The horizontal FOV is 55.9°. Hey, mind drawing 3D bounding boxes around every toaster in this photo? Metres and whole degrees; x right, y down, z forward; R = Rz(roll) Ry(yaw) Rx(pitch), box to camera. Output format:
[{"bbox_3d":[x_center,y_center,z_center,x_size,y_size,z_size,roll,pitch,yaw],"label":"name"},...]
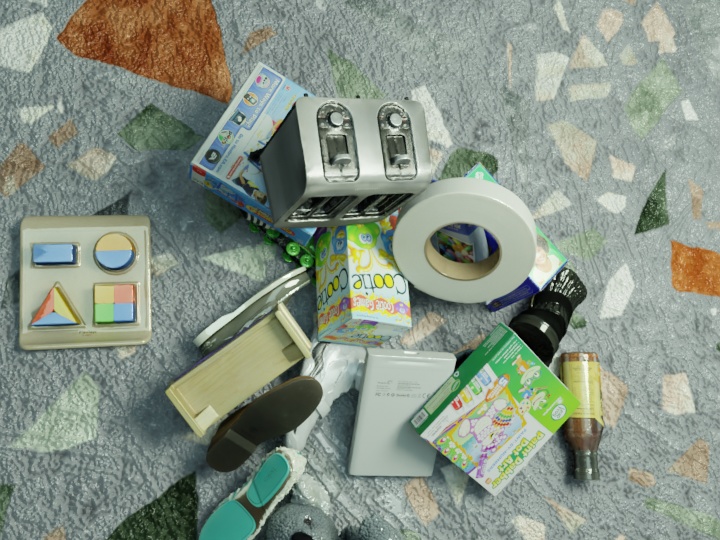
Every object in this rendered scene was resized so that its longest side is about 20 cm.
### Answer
[{"bbox_3d":[-0.029,-0.136,0.890,0.180,0.200,0.120,-4,78,-26],"label":"toaster"}]

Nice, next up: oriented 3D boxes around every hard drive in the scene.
[{"bbox_3d":[0.059,0.213,1.004,0.131,0.027,0.202,4,109,-12],"label":"hard drive"}]

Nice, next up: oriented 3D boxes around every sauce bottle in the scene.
[{"bbox_3d":[0.359,0.233,1.097,0.065,0.066,0.202,2,80,-11],"label":"sauce bottle"}]

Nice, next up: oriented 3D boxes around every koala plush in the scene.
[{"bbox_3d":[-0.052,0.400,0.946,0.199,0.184,0.178,27,74,17],"label":"koala plush"}]

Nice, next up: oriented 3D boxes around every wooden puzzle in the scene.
[{"bbox_3d":[-0.404,0.012,0.995,0.184,0.046,0.202,-2,79,-12],"label":"wooden puzzle"}]

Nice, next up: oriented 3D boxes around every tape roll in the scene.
[{"bbox_3d":[0.143,-0.037,0.942,0.201,0.203,0.037,21,44,-6],"label":"tape roll"}]

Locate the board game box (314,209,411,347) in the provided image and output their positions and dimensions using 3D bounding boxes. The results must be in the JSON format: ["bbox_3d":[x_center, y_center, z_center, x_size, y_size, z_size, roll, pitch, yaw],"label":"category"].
[{"bbox_3d":[0.000,0.000,1.015,0.104,0.103,0.201,10,63,-30],"label":"board game box"}]

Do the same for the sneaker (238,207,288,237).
[{"bbox_3d":[-0.136,-0.158,1.048,0.115,0.076,0.202,18,61,-19],"label":"sneaker"}]

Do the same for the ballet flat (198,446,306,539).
[{"bbox_3d":[-0.145,0.329,0.962,0.072,0.072,0.200,43,102,0],"label":"ballet flat"}]

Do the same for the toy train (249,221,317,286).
[{"bbox_3d":[-0.092,-0.033,1.073,0.200,0.042,0.056,41,63,-1],"label":"toy train"}]

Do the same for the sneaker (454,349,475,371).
[{"bbox_3d":[0.180,0.168,1.043,0.198,0.096,0.080,2,42,-11],"label":"sneaker"}]

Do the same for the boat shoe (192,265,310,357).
[{"bbox_3d":[-0.153,0.068,1.023,0.201,0.072,0.060,-36,89,-10],"label":"boat shoe"}]

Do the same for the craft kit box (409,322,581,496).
[{"bbox_3d":[0.204,0.211,1.010,0.200,0.049,0.197,-48,122,0],"label":"craft kit box"}]

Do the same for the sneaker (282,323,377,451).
[{"bbox_3d":[-0.043,0.186,1.017,0.114,0.075,0.201,18,73,-5],"label":"sneaker"}]

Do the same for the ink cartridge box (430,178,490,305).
[{"bbox_3d":[0.137,-0.045,1.026,0.042,0.119,0.201,-41,131,-25],"label":"ink cartridge box"}]

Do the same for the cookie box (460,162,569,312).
[{"bbox_3d":[0.197,-0.046,1.066,0.075,0.171,0.200,-42,89,-20],"label":"cookie box"}]

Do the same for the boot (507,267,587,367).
[{"bbox_3d":[0.294,0.059,1.054,0.079,0.211,0.158,28,78,18],"label":"boot"}]

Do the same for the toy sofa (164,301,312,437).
[{"bbox_3d":[-0.170,0.135,0.962,0.199,0.098,0.083,-36,98,-3],"label":"toy sofa"}]

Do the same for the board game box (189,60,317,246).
[{"bbox_3d":[-0.115,-0.171,0.996,0.195,0.056,0.201,31,68,-7],"label":"board game box"}]

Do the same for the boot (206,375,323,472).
[{"bbox_3d":[-0.137,0.198,0.957,0.200,0.076,0.074,-37,113,15],"label":"boot"}]
